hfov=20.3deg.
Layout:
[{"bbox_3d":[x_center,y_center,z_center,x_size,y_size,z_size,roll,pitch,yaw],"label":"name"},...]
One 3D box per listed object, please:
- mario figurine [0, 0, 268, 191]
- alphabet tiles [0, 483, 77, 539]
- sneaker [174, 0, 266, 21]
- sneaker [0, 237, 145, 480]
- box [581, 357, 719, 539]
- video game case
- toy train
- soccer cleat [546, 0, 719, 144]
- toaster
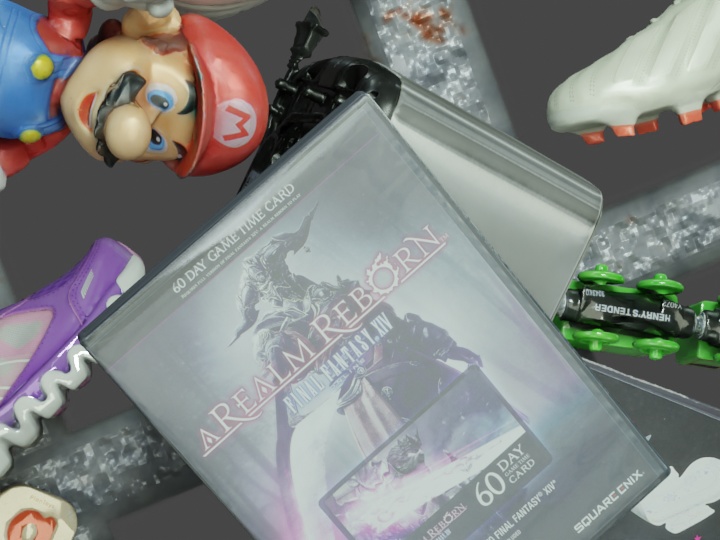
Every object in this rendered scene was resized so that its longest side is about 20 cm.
[{"bbox_3d":[-0.138,-0.079,0.860,0.199,0.123,0.106,9,68,-5],"label":"mario figurine"},{"bbox_3d":[-0.221,0.176,0.924,0.200,0.015,0.196,23,91,-12],"label":"alphabet tiles"},{"bbox_3d":[-0.004,-0.161,0.897,0.200,0.087,0.075,-24,99,-9],"label":"sneaker"},{"bbox_3d":[-0.179,0.053,0.882,0.088,0.080,0.200,42,76,-1],"label":"sneaker"},{"bbox_3d":[0.119,0.107,0.925,0.200,0.132,0.115,23,89,-14],"label":"box"},{"bbox_3d":[0.009,0.053,0.776,0.143,0.019,0.200,-41,107,-5],"label":"video game case"},{"bbox_3d":[0.185,0.032,0.969,0.199,0.056,0.042,9,79,-12],"label":"toy train"},{"bbox_3d":[0.171,-0.117,0.950,0.200,0.069,0.078,-21,94,-16],"label":"soccer cleat"},{"bbox_3d":[0.000,0.000,0.869,0.118,0.181,0.200,25,91,-15],"label":"toaster"}]
